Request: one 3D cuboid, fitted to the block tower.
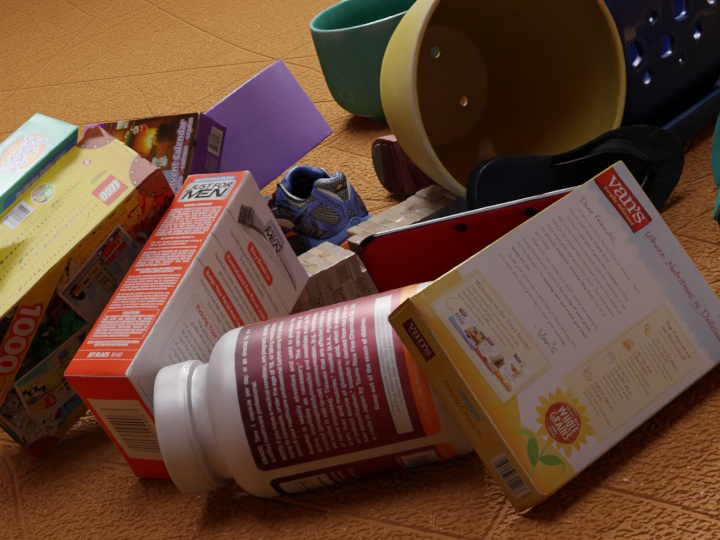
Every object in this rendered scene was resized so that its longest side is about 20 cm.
[{"bbox_3d":[0.000,0.000,1.357,0.199,0.058,0.054,-29,24,-22],"label":"block tower"}]

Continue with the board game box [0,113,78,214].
[{"bbox_3d":[-0.296,-0.011,1.427,0.045,0.202,0.152,17,31,9],"label":"board game box"}]

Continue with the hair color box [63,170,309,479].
[{"bbox_3d":[-0.120,0.037,1.212,0.063,0.111,0.201,-1,44,34],"label":"hair color box"}]

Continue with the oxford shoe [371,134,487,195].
[{"bbox_3d":[0.085,-0.099,1.511,0.074,0.071,0.200,-20,22,-24],"label":"oxford shoe"}]

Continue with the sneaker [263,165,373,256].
[{"bbox_3d":[-0.048,-0.057,1.490,0.075,0.079,0.199,-28,18,-29],"label":"sneaker"}]

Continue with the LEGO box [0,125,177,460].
[{"bbox_3d":[-0.219,0.017,1.266,0.077,0.149,0.200,33,71,32],"label":"LEGO box"}]

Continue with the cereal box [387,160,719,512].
[{"bbox_3d":[0.132,0.036,1.050,0.199,0.145,0.040,-31,-7,-32],"label":"cereal box"}]

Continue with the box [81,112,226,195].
[{"bbox_3d":[-0.190,-0.028,1.421,0.136,0.202,0.039,-3,-18,36],"label":"box"}]

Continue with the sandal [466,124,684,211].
[{"bbox_3d":[0.177,-0.065,1.310,0.199,0.076,0.048,-14,10,-25],"label":"sandal"}]

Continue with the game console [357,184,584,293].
[{"bbox_3d":[0.114,-0.025,1.238,0.198,0.120,0.173,-12,22,13],"label":"game console"}]

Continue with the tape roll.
[{"bbox_3d":[-0.127,-0.101,1.559,0.199,0.085,0.200,-37,6,5],"label":"tape roll"}]

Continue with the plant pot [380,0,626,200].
[{"bbox_3d":[0.092,-0.150,1.366,0.199,0.202,0.142,-28,16,-24],"label":"plant pot"}]

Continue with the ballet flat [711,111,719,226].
[{"bbox_3d":[0.305,-0.075,1.309,0.062,0.069,0.200,14,30,4],"label":"ballet flat"}]

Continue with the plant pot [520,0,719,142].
[{"bbox_3d":[0.218,-0.201,1.495,0.199,0.181,0.199,7,33,47],"label":"plant pot"}]

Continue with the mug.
[{"bbox_3d":[0.045,-0.229,1.791,0.183,0.116,0.152,0,27,37],"label":"mug"}]

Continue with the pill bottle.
[{"bbox_3d":[-0.028,0.082,1.098,0.198,0.114,0.113,-13,22,11],"label":"pill bottle"}]
